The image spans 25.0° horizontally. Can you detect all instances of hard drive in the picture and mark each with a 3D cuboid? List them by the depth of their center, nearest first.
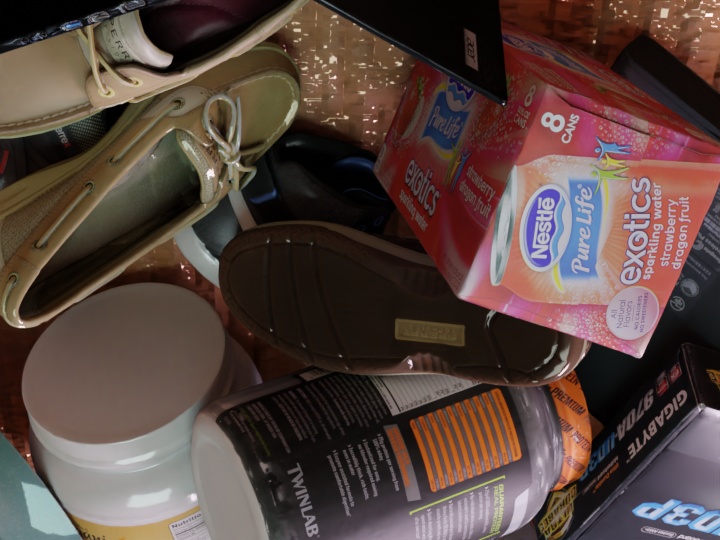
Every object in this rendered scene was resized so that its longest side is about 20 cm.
[{"bbox_3d":[0.152,-0.008,0.881,0.139,0.033,0.201,41,132,10],"label":"hard drive"}]

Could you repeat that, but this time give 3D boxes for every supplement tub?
[{"bbox_3d":[0.018,0.101,0.877,0.198,0.123,0.123,-17,139,-22],"label":"supplement tub"},{"bbox_3d":[-0.117,0.120,0.983,0.142,0.145,0.201,-7,134,8],"label":"supplement tub"}]

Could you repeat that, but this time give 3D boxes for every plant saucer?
[{"bbox_3d":[-0.232,0.140,0.991,0.199,0.036,0.201,38,152,24],"label":"plant saucer"}]

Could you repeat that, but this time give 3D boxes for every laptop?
[{"bbox_3d":[-0.049,-0.138,0.706,0.198,0.179,0.104,-15,132,14],"label":"laptop"}]

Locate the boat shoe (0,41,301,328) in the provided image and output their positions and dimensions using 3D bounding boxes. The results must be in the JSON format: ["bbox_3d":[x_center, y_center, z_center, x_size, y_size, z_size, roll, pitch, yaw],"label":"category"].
[{"bbox_3d":[-0.104,-0.042,0.809,0.200,0.063,0.074,-32,134,-19],"label":"boat shoe"}]

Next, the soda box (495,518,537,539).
[{"bbox_3d":[0.160,0.178,1.023,0.198,0.068,0.065,-10,107,-24],"label":"soda box"}]

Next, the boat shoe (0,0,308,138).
[{"bbox_3d":[-0.107,-0.119,0.767,0.198,0.066,0.075,-27,108,1],"label":"boat shoe"}]

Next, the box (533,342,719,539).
[{"bbox_3d":[0.221,0.127,0.923,0.198,0.046,0.159,16,133,-23],"label":"box"}]

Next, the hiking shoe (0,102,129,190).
[{"bbox_3d":[-0.150,-0.046,0.869,0.099,0.076,0.201,9,133,-3],"label":"hiking shoe"}]

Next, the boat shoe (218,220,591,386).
[{"bbox_3d":[0.026,0.017,0.841,0.200,0.075,0.076,15,106,22],"label":"boat shoe"}]

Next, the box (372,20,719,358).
[{"bbox_3d":[0.080,-0.051,0.761,0.094,0.200,0.101,18,105,-16],"label":"box"}]

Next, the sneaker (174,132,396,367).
[{"bbox_3d":[0.000,0.000,0.913,0.111,0.074,0.199,-34,124,31],"label":"sneaker"}]
